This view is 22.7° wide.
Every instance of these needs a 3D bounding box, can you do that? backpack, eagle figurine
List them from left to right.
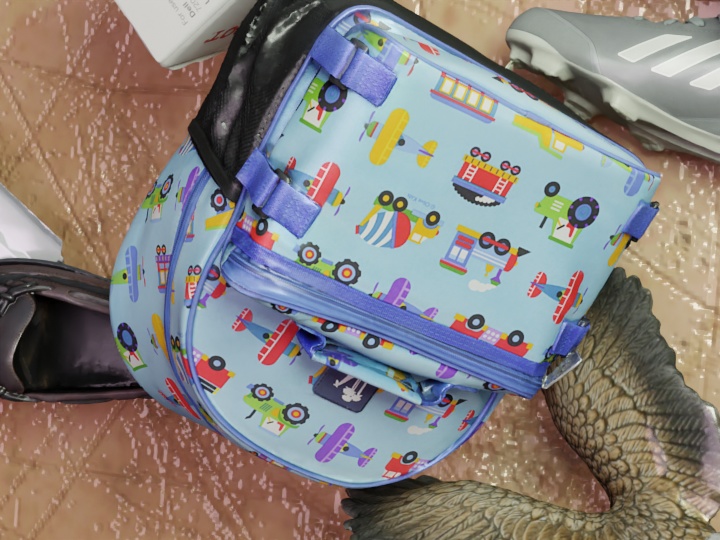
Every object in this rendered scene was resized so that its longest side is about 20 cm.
[{"bbox_3d":[0.000,0.000,0.730,0.182,0.135,0.200,28,101,-26],"label":"backpack"},{"bbox_3d":[0.104,0.103,0.776,0.200,0.152,0.151,41,127,12],"label":"eagle figurine"}]

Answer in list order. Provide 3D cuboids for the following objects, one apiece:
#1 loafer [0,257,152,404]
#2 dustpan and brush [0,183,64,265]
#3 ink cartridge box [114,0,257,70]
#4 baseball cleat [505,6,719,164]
[{"bbox_3d":[-0.151,0.034,0.895,0.199,0.063,0.072,3,97,10],"label":"loafer"},{"bbox_3d":[-0.259,0.013,0.975,0.140,0.057,0.200,43,101,4],"label":"dustpan and brush"},{"bbox_3d":[-0.012,-0.187,0.779,0.200,0.146,0.084,-37,86,32],"label":"ink cartridge box"},{"bbox_3d":[0.166,-0.091,0.781,0.200,0.070,0.107,27,87,18],"label":"baseball cleat"}]
